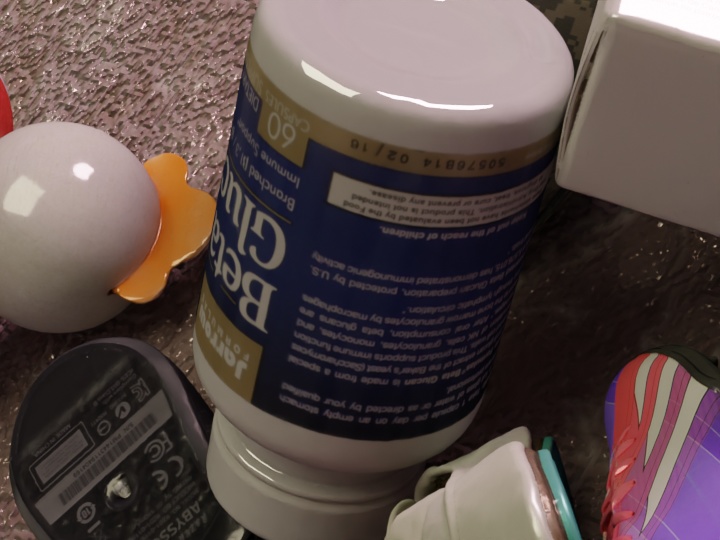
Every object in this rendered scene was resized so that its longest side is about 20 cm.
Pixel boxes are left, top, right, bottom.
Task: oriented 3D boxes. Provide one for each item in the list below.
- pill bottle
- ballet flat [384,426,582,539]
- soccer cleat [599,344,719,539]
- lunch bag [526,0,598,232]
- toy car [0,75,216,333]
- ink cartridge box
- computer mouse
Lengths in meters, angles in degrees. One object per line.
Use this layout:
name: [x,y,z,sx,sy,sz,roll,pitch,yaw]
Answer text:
pill bottle: [0.000,0.000,0.755,0.110,0.201,0.111,9,34,-6]
ballet flat: [0.039,0.089,0.677,0.069,0.070,0.200,-41,-2,3]
soccer cleat: [0.100,0.081,0.665,0.073,0.069,0.200,-19,23,-4]
lunch bag: [0.032,-0.110,0.867,0.201,0.138,0.168,-100,24,-45]
toy car: [-0.159,-0.036,0.977,0.198,0.185,0.178,3,52,6]
ink cartridge box: [0.159,-0.101,0.722,0.145,0.085,0.201,18,50,3]
computer mouse: [-0.078,0.113,0.843,0.138,0.053,0.201,-38,51,9]
